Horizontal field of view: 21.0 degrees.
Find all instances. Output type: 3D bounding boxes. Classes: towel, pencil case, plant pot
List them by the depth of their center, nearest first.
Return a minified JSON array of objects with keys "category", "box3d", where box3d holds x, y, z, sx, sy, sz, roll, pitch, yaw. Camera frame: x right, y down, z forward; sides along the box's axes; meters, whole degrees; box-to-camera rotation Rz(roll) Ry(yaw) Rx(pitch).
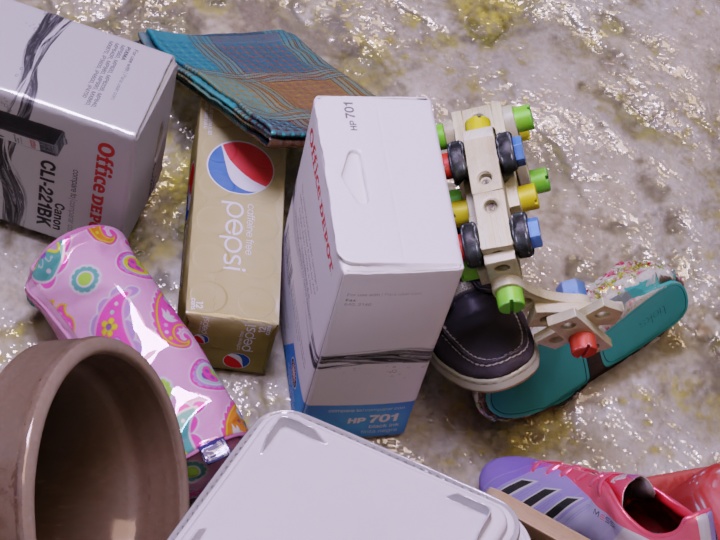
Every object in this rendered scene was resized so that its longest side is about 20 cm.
[{"category":"plant pot","box3d":[-0.221,0.143,1.157,0.174,0.200,0.201,-5,49,20]},{"category":"pencil case","box3d":[-0.149,0.065,1.294,0.087,0.088,0.200,-22,64,-27]},{"category":"towel","box3d":[-0.060,-0.137,1.436,0.146,0.022,0.200,-4,28,-36]}]

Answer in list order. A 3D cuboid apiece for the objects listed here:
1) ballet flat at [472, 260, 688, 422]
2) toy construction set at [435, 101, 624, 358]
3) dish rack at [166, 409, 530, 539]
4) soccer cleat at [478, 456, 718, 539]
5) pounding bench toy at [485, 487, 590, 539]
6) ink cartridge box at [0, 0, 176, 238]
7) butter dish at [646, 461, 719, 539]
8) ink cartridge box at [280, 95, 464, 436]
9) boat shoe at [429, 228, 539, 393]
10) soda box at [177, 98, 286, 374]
[{"category":"ballet flat","box3d":[0.150,0.049,1.400,0.200,0.076,0.064,-24,32,-27]},{"category":"toy construction set","box3d":[0.100,-0.030,1.299,0.092,0.131,0.200,-24,61,0]},{"category":"dish rack","box3d":[-0.013,0.164,1.142,0.199,0.044,0.172,23,50,18]},{"category":"soccer cleat","box3d":[0.156,0.154,1.270,0.067,0.077,0.200,-18,30,-35]},{"category":"pounding bench toy","box3d":[0.063,0.219,1.208,0.200,0.124,0.156,28,53,8]},{"category":"ink cartridge box","box3d":[-0.240,-0.108,1.352,0.199,0.144,0.084,18,54,0]},{"category":"butter dish","box3d":[0.290,0.188,1.274,0.199,0.148,0.201,-7,57,-18]},{"category":"ink cartridge box","box3d":[0.000,0.000,1.306,0.086,0.200,0.147,1,54,-13]},{"category":"boat shoe","box3d":[0.065,0.012,1.358,0.072,0.065,0.200,-21,35,-4]},{"category":"soda box","box3d":[-0.092,-0.028,1.391,0.067,0.064,0.201,7,52,-9]}]
